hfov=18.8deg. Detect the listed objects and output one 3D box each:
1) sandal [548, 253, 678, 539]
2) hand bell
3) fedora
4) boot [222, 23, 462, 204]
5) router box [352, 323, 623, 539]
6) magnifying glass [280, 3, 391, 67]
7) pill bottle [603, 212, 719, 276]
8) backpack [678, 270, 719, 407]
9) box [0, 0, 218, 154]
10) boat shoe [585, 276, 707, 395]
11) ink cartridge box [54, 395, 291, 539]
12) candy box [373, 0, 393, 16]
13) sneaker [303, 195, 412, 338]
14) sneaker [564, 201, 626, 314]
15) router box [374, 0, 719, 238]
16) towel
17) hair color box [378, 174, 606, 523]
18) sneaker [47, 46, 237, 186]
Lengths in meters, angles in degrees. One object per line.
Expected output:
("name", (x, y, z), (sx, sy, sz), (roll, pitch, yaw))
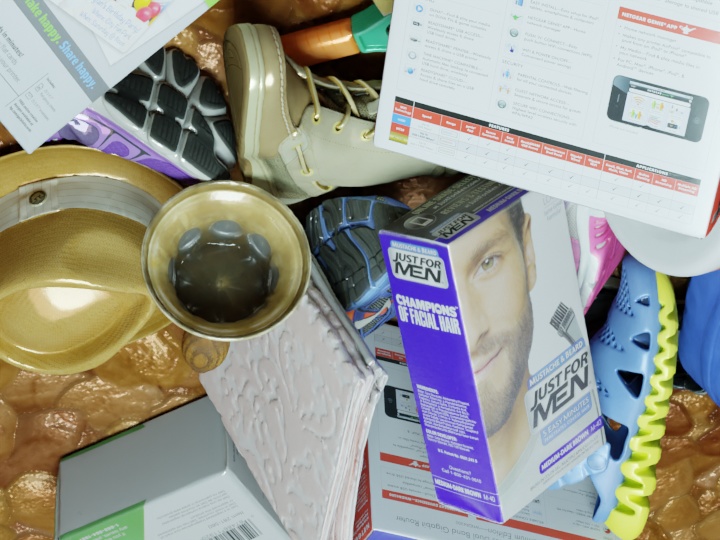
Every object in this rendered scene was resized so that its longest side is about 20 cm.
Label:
("sandal", (0.165, 0.083, 1.464), (0.087, 0.079, 0.200), (10, 104, 5))
("hand bell", (-0.095, 0.027, 1.411), (0.104, 0.104, 0.200), (1, 160, -8))
("fedora", (-0.192, 0.009, 1.430), (0.200, 0.082, 0.201), (-4, 134, -4))
("boot", (-0.001, -0.100, 1.329), (0.155, 0.073, 0.200), (-8, 157, 0))
("router box", (0.083, 0.138, 1.516), (0.200, 0.180, 0.049), (16, 137, -20))
("magnifying glass", (0.017, -0.150, 1.342), (0.200, 0.022, 0.080), (-12, 148, 11))
("pill bottle", (0.248, -0.069, 1.341), (0.200, 0.113, 0.113), (-16, 145, -42))
("backpack", (0.323, 0.032, 1.440), (0.200, 0.168, 0.163), (-10, 126, -19))
("box", (-0.150, -0.177, 1.217), (0.200, 0.041, 0.156), (-40, 144, -5))
("boat shoe", (0.228, 0.055, 1.535), (0.199, 0.066, 0.075), (16, 129, -20))
("ink cartridge box", (-0.112, 0.201, 1.618), (0.146, 0.084, 0.200), (-23, 132, 15))
("candy box", (0.020, -0.250, 1.233), (0.117, 0.057, 0.200), (-23, 133, 13))
("sneaker", (0.000, 0.000, 1.437), (0.078, 0.075, 0.200), (-11, 166, -24))
("sneaker", (0.132, -0.043, 1.427), (0.088, 0.081, 0.200), (24, 141, 17))
("router box", (0.118, -0.130, 1.200), (0.200, 0.049, 0.180), (17, 120, 14))
("towel", (-0.047, 0.072, 1.436), (0.032, 0.200, 0.191), (-10, 135, -25))
("hair color box", (0.086, 0.044, 1.372), (0.109, 0.065, 0.200), (-33, 120, -36))
("sneaker", (-0.168, -0.106, 1.347), (0.200, 0.081, 0.083), (27, 139, -17))
